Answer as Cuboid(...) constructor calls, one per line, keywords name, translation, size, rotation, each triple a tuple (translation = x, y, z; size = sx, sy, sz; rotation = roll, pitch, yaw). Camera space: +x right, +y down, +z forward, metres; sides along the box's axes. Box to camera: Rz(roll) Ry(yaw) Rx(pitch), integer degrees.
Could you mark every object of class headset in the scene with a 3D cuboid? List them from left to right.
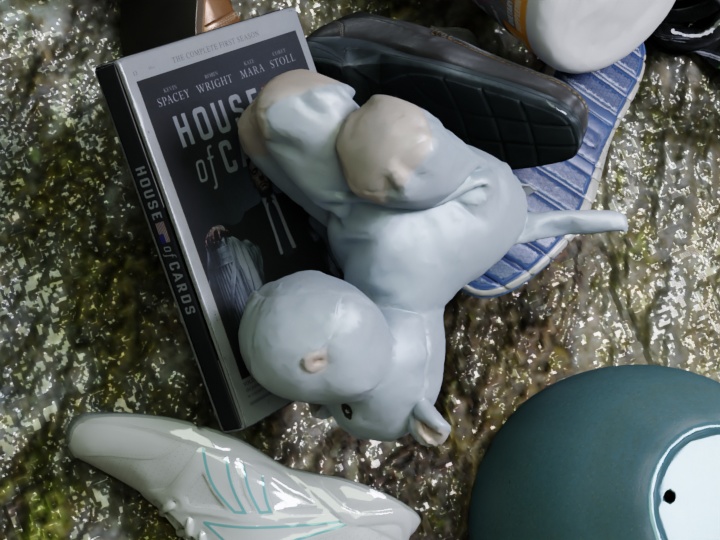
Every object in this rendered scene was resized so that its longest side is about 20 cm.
Cuboid(name="headset", translation=(0.187, -0.167, 1.105), size=(0.094, 0.124, 0.200), rotation=(-45, 75, -2))

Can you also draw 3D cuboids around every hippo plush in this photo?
Cuboid(name="hippo plush", translation=(0.000, 0.000, 0.940), size=(0.199, 0.159, 0.162), rotation=(23, 88, -44))

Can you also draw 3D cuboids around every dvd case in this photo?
Cuboid(name="dvd case", translation=(-0.055, -0.032, 0.980), size=(0.150, 0.025, 0.202), rotation=(-27, 101, -49))

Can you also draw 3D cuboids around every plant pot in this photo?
Cuboid(name="plant pot", translation=(0.173, 0.141, 0.998), size=(0.198, 0.135, 0.202), rotation=(4, 74, -14))

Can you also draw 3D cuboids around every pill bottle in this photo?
Cuboid(name="pill bottle", translation=(0.088, -0.212, 1.046), size=(0.116, 0.117, 0.200), rotation=(-29, 52, -20))

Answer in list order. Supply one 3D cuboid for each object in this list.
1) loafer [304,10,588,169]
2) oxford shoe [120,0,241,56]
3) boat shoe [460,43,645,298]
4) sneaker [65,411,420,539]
Cuboid(name="loafer", translation=(0.047, -0.112, 1.023), size=(0.199, 0.073, 0.072), rotation=(19, 55, 31))
Cuboid(name="oxford shoe", translation=(-0.091, -0.123, 1.047), size=(0.071, 0.071, 0.202), rotation=(6, 68, -45))
Cuboid(name="boat shoe", translation=(0.105, -0.060, 1.067), size=(0.072, 0.072, 0.201), rotation=(36, 68, -3))
Cuboid(name="sneaker", translation=(-0.069, 0.132, 0.970), size=(0.199, 0.070, 0.081), rotation=(22, 80, -6))
